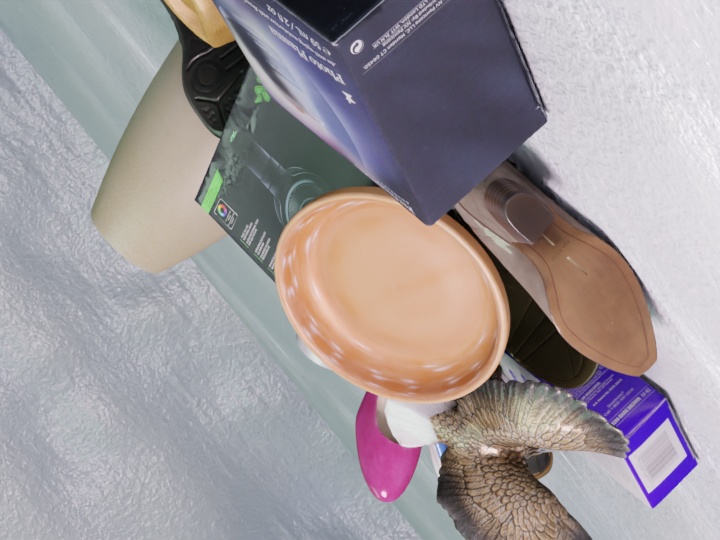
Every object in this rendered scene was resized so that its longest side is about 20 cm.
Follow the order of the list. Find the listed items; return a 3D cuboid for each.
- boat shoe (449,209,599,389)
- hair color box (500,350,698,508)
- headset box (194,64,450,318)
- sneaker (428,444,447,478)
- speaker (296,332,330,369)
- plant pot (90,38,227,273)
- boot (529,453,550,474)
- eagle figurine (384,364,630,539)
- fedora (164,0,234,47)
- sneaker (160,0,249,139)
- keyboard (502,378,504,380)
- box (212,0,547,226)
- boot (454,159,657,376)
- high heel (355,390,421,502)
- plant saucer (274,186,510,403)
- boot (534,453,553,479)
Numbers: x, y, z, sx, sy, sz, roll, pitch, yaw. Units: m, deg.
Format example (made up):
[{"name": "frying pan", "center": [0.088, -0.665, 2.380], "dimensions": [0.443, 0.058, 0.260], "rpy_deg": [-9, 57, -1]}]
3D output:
[{"name": "boat shoe", "center": [0.134, 0.024, 1.584], "dimensions": [0.201, 0.072, 0.066], "rpy_deg": [44, -169, 27]}, {"name": "hair color box", "center": [0.195, 0.108, 1.637], "dimensions": [0.200, 0.065, 0.109], "rpy_deg": [38, 167, 42]}, {"name": "headset box", "center": [-0.031, -0.077, 1.584], "dimensions": [0.200, 0.093, 0.174], "rpy_deg": [46, 134, 19]}, {"name": "sneaker", "center": [0.107, 0.132, 1.775], "dimensions": [0.146, 0.080, 0.201], "rpy_deg": [50, -146, -67]}, {"name": "speaker", "center": [0.000, 0.000, 1.739], "dimensions": [0.081, 0.081, 0.200], "rpy_deg": [43, 137, 26]}, {"name": "plant pot", "center": [-0.169, -0.099, 1.865], "dimensions": [0.187, 0.200, 0.187], "rpy_deg": [41, -168, -10]}, {"name": "boot", "center": [0.104, 0.152, 1.925], "dimensions": [0.199, 0.078, 0.138], "rpy_deg": [28, 164, 16]}, {"name": "eagle figurine", "center": [0.125, 0.147, 1.537], "dimensions": [0.152, 0.151, 0.200], "rpy_deg": [57, 178, -25]}, {"name": "fedora", "center": [-0.125, -0.251, 1.578], "dimensions": [0.201, 0.082, 0.201], "rpy_deg": [47, 171, 10]}, {"name": "sneaker", "center": [-0.121, -0.196, 1.712], "dimensions": [0.114, 0.076, 0.200], "rpy_deg": [37, -153, -59]}, {"name": "keyboard", "center": [0.107, 0.044, 1.718], "dimensions": [0.127, 0.021, 0.200], "rpy_deg": [-85, -25, -51]}, {"name": "box", "center": [-0.001, -0.166, 1.249], "dimensions": [0.200, 0.123, 0.199], "rpy_deg": [41, 170, 38]}, {"name": "boot", "center": [0.138, -0.014, 1.430], "dimensions": [0.200, 0.070, 0.146], "rpy_deg": [53, 176, -18]}, {"name": "high heel", "center": [0.049, 0.108, 1.714], "dimensions": [0.067, 0.201, 0.096], "rpy_deg": [22, 155, -17]}, {"name": "plant saucer", "center": [0.028, 0.016, 1.488], "dimensions": [0.199, 0.037, 0.201], "rpy_deg": [15, 129, 19]}, {"name": "boot", "center": [0.137, 0.134, 2.000], "dimensions": [0.175, 0.066, 0.200], "rpy_deg": [45, 169, 17]}]
